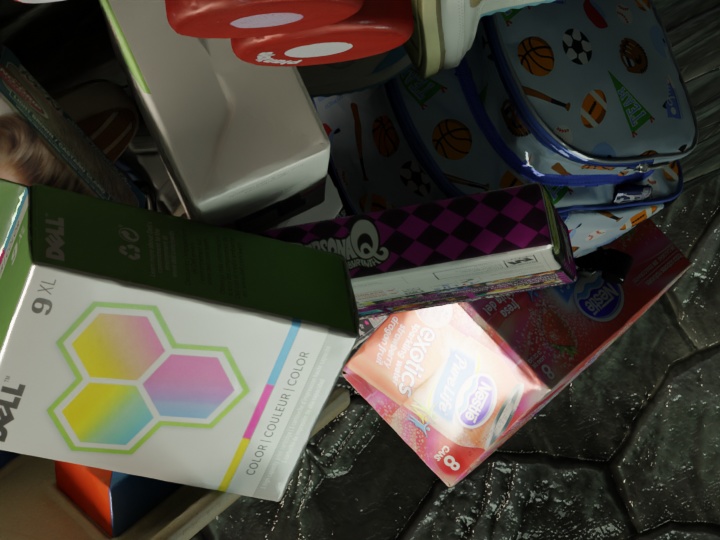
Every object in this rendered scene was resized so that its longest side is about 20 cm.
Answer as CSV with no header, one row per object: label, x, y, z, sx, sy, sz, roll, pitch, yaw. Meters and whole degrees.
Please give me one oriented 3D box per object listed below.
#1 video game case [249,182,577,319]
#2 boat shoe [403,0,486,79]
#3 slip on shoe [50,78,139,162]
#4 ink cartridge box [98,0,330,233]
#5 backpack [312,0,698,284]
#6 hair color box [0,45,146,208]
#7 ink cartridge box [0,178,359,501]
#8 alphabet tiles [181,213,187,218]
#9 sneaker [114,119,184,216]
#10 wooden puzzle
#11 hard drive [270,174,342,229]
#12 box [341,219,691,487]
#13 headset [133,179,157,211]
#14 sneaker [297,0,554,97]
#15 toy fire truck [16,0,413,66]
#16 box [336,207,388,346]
video game case,0.000,0.000,1.232,0.199,0.036,0.181,-10,173,8
boat shoe,0.042,-0.149,1.113,0.068,0.075,0.200,-25,160,-8
slip on shoe,-0.201,-0.041,1.228,0.200,0.061,0.076,-34,157,8
ink cartridge box,-0.067,-0.078,1.182,0.067,0.118,0.200,-24,175,-5
backpack,0.072,-0.091,1.358,0.190,0.201,0.154,-13,162,-35
hair color box,-0.204,0.003,1.163,0.200,0.100,0.061,-39,-162,12
ink cartridge box,-0.112,0.028,1.109,0.199,0.059,0.104,13,125,-18
alphabet tiles,-0.099,-0.007,1.436,0.196,0.015,0.200,-44,-163,14
sneaker,-0.111,-0.054,1.419,0.199,0.075,0.087,-25,178,-6
wooden puzzle,-0.131,0.076,1.215,0.199,0.047,0.185,5,-155,30
hard drive,-0.093,0.015,1.444,0.132,0.027,0.200,-56,-163,-24
box,0.092,0.026,1.472,0.103,0.095,0.200,-47,173,36
headset,-0.201,-0.007,1.327,0.199,0.095,0.124,-13,172,-8
sneaker,0.027,-0.150,1.232,0.199,0.077,0.081,-24,151,14
toy fire truck,-0.078,-0.128,0.884,0.167,0.113,0.200,-8,176,12
box,0.026,-0.050,1.549,0.200,0.115,0.132,-41,-178,-29
